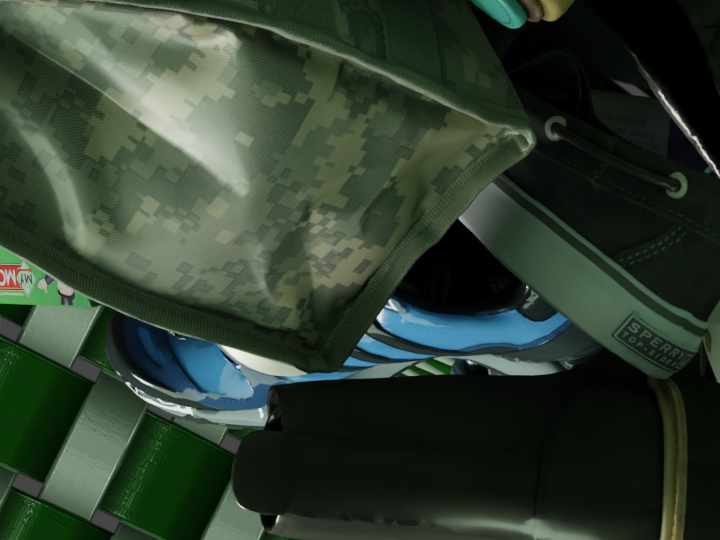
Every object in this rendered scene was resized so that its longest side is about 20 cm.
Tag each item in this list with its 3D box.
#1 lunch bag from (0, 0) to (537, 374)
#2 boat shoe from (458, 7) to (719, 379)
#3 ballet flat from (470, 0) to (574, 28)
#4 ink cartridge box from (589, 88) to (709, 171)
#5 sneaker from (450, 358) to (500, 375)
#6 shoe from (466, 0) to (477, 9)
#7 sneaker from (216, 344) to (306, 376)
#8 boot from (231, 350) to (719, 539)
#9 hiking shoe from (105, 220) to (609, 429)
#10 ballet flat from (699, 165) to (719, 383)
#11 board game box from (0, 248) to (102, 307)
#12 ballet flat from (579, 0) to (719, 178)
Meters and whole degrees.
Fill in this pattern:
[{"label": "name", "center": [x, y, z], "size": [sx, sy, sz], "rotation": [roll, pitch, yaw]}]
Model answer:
[{"label": "lunch bag", "center": [-0.076, -0.085, 0.666], "size": [0.199, 0.118, 0.165], "rotation": [19, -147, -37]}, {"label": "boat shoe", "center": [0.044, -0.044, 0.739], "size": [0.068, 0.057, 0.200], "rotation": [23, -164, -46]}, {"label": "ballet flat", "center": [-0.018, -0.137, 0.609], "size": [0.199, 0.063, 0.069], "rotation": [35, -179, -14]}, {"label": "ink cartridge box", "center": [0.078, -0.015, 0.932], "size": [0.198, 0.041, 0.200], "rotation": [8, 162, -2]}, {"label": "sneaker", "center": [0.078, 0.043, 0.952], "size": [0.096, 0.079, 0.200], "rotation": [57, 177, -2]}, {"label": "shoe", "center": [0.053, -0.073, 0.960], "size": [0.200, 0.053, 0.070], "rotation": [52, -165, -63]}, {"label": "sneaker", "center": [-0.049, -0.039, 0.826], "size": [0.074, 0.201, 0.085], "rotation": [3, 142, -25]}, {"label": "boot", "center": [0.032, 0.051, 0.747], "size": [0.137, 0.078, 0.200], "rotation": [4, 175, -2]}, {"label": "hiking shoe", "center": [0.000, 0.000, 0.847], "size": [0.198, 0.075, 0.087], "rotation": [-9, 150, 17]}, {"label": "ballet flat", "center": [0.141, 0.023, 0.853], "size": [0.067, 0.064, 0.200], "rotation": [3, 162, 11]}, {"label": "board game box", "center": [-0.085, -0.018, 1.186], "size": [0.199, 0.029, 0.134], "rotation": [-15, -171, -39]}, {"label": "ballet flat", "center": [0.066, -0.085, 0.703], "size": [0.199, 0.057, 0.066], "rotation": [30, 172, -34]}]
